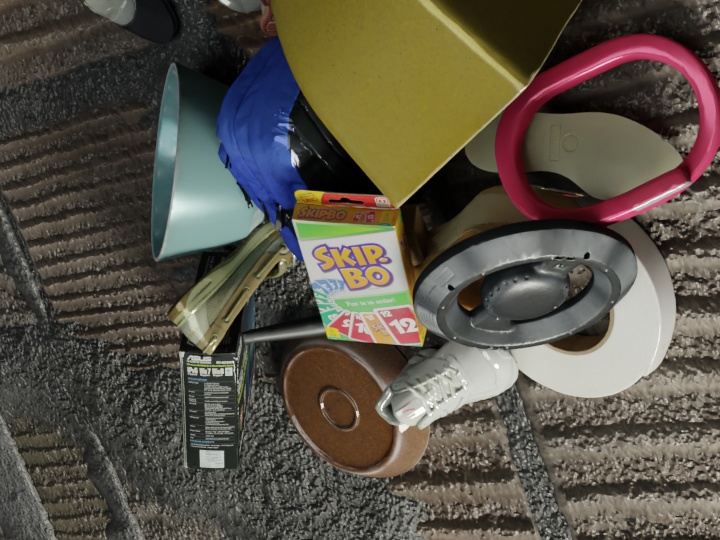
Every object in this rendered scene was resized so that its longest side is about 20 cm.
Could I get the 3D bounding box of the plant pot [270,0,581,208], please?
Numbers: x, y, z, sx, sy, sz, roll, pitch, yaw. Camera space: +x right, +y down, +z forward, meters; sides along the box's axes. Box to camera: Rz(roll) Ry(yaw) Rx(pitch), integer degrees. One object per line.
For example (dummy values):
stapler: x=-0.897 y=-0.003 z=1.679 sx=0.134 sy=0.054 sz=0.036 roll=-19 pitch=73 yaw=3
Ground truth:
plant pot: x=0.044 y=-0.216 z=1.330 sx=0.200 sy=0.196 sz=0.194 roll=41 pitch=135 yaw=-8

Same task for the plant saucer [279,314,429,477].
plant saucer: x=-0.016 y=0.145 z=1.731 sx=0.199 sy=0.034 sz=0.202 roll=20 pitch=126 yaw=29

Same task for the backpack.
backpack: x=-0.048 y=-0.115 z=1.470 sx=0.167 sy=0.163 sz=0.200 roll=8 pitch=147 yaw=34

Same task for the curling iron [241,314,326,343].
curling iron: x=-0.023 y=0.050 z=1.607 sx=0.198 sy=0.050 sz=0.026 roll=-8 pitch=76 yaw=3

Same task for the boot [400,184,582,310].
boot: x=0.122 y=-0.004 z=1.459 sx=0.200 sy=0.071 sz=0.144 roll=-2 pitch=140 yaw=22

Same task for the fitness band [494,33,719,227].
fitness band: x=0.209 y=-0.116 z=1.345 sx=0.199 sy=0.037 sz=0.145 roll=-24 pitch=78 yaw=23

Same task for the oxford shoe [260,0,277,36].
oxford shoe: x=-0.062 y=-0.269 z=1.467 sx=0.200 sy=0.070 sz=0.075 roll=94 pitch=170 yaw=-80

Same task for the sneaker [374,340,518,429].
sneaker: x=0.081 y=0.117 z=1.565 sx=0.078 sy=0.099 sz=0.200 roll=52 pitch=149 yaw=1

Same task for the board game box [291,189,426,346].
board game box: x=0.000 y=0.000 z=1.436 sx=0.095 sy=0.030 sz=0.201 roll=4 pitch=141 yaw=15

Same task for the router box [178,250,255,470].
router box: x=-0.150 y=0.093 z=1.698 sx=0.062 sy=0.201 sz=0.151 roll=2 pitch=122 yaw=1

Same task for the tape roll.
tape roll: x=0.198 y=0.024 z=1.486 sx=0.202 sy=0.037 sz=0.204 roll=19 pitch=124 yaw=30

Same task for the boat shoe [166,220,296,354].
boat shoe: x=-0.107 y=0.004 z=1.610 sx=0.063 sy=0.201 sz=0.073 roll=48 pitch=146 yaw=1

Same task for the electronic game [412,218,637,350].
electronic game: x=0.143 y=0.014 z=1.385 sx=0.200 sy=0.199 sz=0.042 roll=-43 pitch=46 yaw=44

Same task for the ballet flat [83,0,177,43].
ballet flat: x=-0.275 y=-0.309 z=1.654 sx=0.200 sy=0.073 sz=0.073 roll=52 pitch=135 yaw=2

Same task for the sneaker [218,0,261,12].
sneaker: x=-0.154 y=-0.339 z=1.552 sx=0.200 sy=0.081 sz=0.084 roll=39 pitch=113 yaw=9

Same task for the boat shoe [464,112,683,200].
boat shoe: x=0.193 y=-0.102 z=1.403 sx=0.200 sy=0.063 sz=0.074 roll=11 pitch=92 yaw=26

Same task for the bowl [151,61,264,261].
bowl: x=-0.149 y=-0.105 z=1.608 sx=0.104 sy=0.202 sz=0.202 roll=5 pitch=129 yaw=-13
